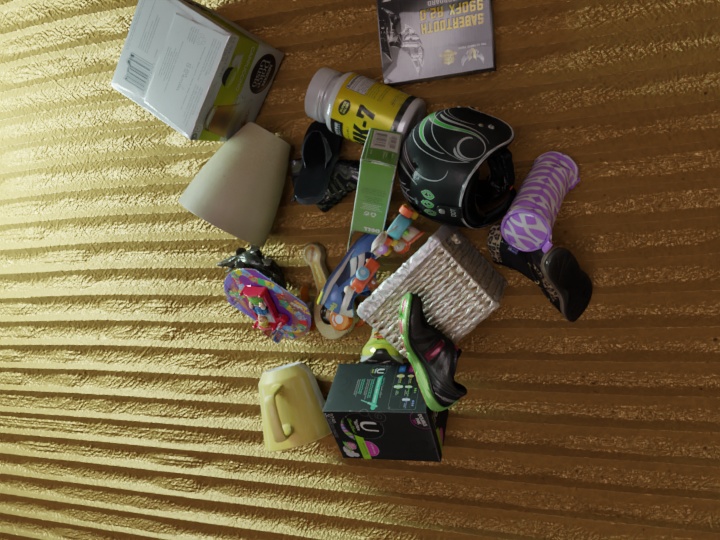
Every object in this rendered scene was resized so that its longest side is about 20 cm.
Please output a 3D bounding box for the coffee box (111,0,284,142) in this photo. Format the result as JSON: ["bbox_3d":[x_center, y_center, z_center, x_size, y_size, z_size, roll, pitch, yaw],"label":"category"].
[{"bbox_3d":[-0.301,-0.380,1.116,0.200,0.198,0.200,34,109,12],"label":"coffee box"}]

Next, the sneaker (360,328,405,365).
[{"bbox_3d":[0.045,0.126,1.095,0.078,0.200,0.091,4,89,7],"label":"sneaker"}]

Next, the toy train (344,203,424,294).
[{"bbox_3d":[0.046,-0.027,1.003,0.056,0.150,0.200,36,154,2],"label":"toy train"}]

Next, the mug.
[{"bbox_3d":[-0.135,0.271,1.203,0.149,0.186,0.154,-13,86,-22],"label":"mug"}]

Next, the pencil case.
[{"bbox_3d":[0.295,-0.114,0.956,0.085,0.200,0.084,27,142,9],"label":"pencil case"}]

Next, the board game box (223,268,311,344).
[{"bbox_3d":[-0.197,0.082,1.196,0.200,0.039,0.158,35,139,-8],"label":"board game box"}]

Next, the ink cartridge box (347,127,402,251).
[{"bbox_3d":[0.024,-0.132,1.024,0.059,0.104,0.201,11,133,2],"label":"ink cartridge box"}]

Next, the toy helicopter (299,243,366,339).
[{"bbox_3d":[-0.076,0.044,1.196,0.132,0.079,0.201,-24,81,31],"label":"toy helicopter"}]

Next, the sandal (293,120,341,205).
[{"bbox_3d":[-0.079,-0.209,1.084,0.076,0.043,0.201,-6,53,15],"label":"sandal"}]

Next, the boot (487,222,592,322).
[{"bbox_3d":[0.309,0.001,1.023,0.073,0.200,0.150,-51,45,-3],"label":"boot"}]

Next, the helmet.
[{"bbox_3d":[0.158,-0.175,0.988,0.191,0.199,0.201,39,113,40],"label":"helmet"}]

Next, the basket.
[{"bbox_3d":[0.131,0.043,1.043,0.161,0.198,0.200,47,111,4],"label":"basket"}]

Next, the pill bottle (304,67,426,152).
[{"bbox_3d":[0.007,-0.288,1.069,0.199,0.114,0.115,25,107,14],"label":"pill bottle"}]

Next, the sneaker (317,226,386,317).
[{"bbox_3d":[0.000,0.000,1.122,0.082,0.074,0.200,34,79,2],"label":"sneaker"}]

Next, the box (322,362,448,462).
[{"bbox_3d":[0.053,0.268,1.125,0.199,0.125,0.149,-4,127,19],"label":"box"}]

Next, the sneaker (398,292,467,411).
[{"bbox_3d":[0.114,0.123,0.939,0.083,0.077,0.201,-20,103,3],"label":"sneaker"}]

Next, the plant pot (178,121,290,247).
[{"bbox_3d":[-0.224,-0.179,1.153,0.187,0.187,0.201,30,94,12],"label":"plant pot"}]

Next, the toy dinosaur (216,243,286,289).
[{"bbox_3d":[-0.198,-0.002,1.216,0.199,0.102,0.077,25,83,3],"label":"toy dinosaur"}]

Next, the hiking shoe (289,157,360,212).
[{"bbox_3d":[-0.045,-0.162,1.142,0.199,0.076,0.101,13,113,26],"label":"hiking shoe"}]

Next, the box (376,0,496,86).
[{"bbox_3d":[0.133,-0.418,1.035,0.199,0.048,0.159,-2,99,20],"label":"box"}]
